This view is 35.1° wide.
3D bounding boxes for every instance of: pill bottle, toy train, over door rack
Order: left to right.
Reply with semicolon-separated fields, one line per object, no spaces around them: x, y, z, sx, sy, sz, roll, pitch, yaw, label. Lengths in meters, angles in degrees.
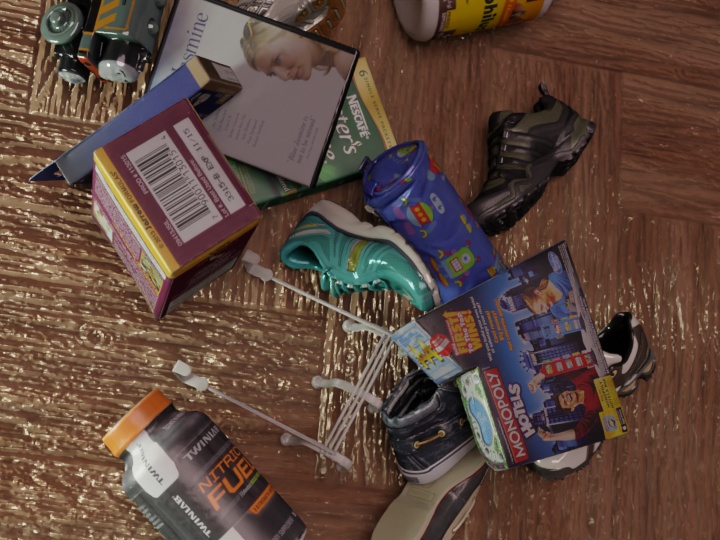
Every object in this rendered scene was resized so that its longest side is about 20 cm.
-0.246;-0.282;1.150;0.112;0.085;0.203;7;74;17;toy train
-0.152;0.207;1.070;0.106;0.106;0.200;-43;91;-19;pill bottle
-0.065;0.092;1.145;0.198;0.067;0.149;28;71;5;over door rack
0.140;-0.325;1.262;0.197;0.109;0.111;-15;82;-17;pill bottle

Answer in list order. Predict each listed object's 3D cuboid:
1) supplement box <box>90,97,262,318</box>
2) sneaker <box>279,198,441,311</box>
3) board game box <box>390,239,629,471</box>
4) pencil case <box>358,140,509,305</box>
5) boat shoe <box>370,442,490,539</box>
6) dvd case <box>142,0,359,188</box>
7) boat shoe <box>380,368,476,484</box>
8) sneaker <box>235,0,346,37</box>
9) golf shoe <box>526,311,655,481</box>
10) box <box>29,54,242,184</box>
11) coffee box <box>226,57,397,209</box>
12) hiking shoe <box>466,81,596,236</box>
-0.178;-0.052;1.070;0.103;0.200;0.132;-33;87;-19;supplement box
0.000;0.000;1.133;0.080;0.199;0.078;-44;135;-23;sneaker
0.138;0.087;1.100;0.197;0.062;0.203;-10;75;-26;board game box
0.077;-0.039;1.161;0.087;0.078;0.201;-39;117;-2;pencil case
0.082;0.231;1.149;0.200;0.070;0.063;-49;130;-32;boat shoe
-0.114;-0.184;1.140;0.197;0.018;0.145;20;95;7;dvd case
0.106;0.121;1.149;0.200;0.070;0.092;-39;127;-25;boat shoe
-0.113;-0.259;1.212;0.198;0.076;0.088;-32;58;-10;sneaker
0.232;0.124;1.187;0.077;0.095;0.200;22;60;35;golf shoe
-0.211;-0.131;1.085;0.198;0.121;0.033;-33;90;10;box
-0.066;-0.142;1.202;0.197;0.044;0.125;-17;82;-17;coffee box
0.165;-0.120;1.252;0.101;0.076;0.200;43;66;13;hiking shoe
